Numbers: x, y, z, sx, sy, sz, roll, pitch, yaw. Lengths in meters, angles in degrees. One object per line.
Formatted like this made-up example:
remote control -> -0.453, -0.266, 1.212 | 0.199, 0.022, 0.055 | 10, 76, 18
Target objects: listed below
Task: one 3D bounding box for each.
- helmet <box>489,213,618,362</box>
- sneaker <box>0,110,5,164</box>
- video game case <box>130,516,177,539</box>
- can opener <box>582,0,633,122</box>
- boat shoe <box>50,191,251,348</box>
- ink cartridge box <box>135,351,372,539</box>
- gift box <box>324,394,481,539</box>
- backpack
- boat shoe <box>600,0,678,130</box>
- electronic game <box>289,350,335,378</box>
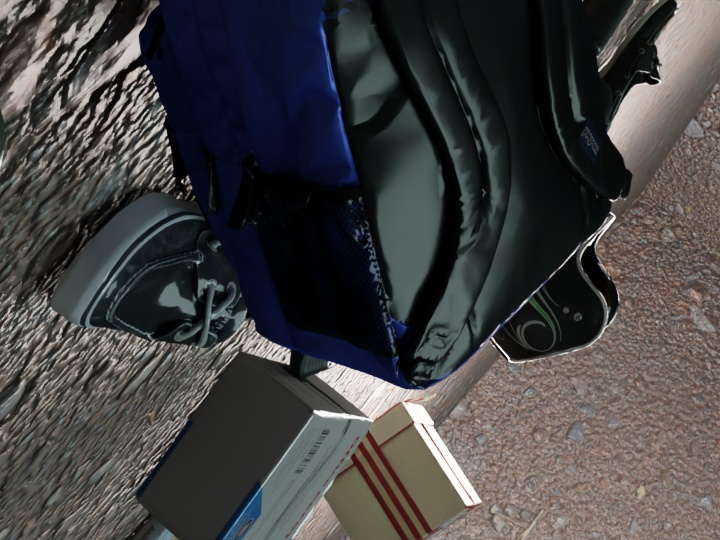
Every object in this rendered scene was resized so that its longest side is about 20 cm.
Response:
helmet -> 0.230, 0.001, 1.842 | 0.197, 0.193, 0.200 | -17, -179, 0
sneaker -> -0.180, 0.028, 0.439 | 0.114, 0.076, 0.201 | -34, 157, -55
video game case -> -0.201, 0.275, 1.364 | 0.182, 0.022, 0.200 | -48, 169, -22
can opener -> 0.190, -0.179, 1.228 | 0.053, 0.066, 0.201 | -38, -161, 54
boat shoe -> -0.090, 0.008, 0.774 | 0.072, 0.068, 0.200 | -52, 170, 10
ink cartridge box -> -0.082, 0.155, 1.232 | 0.145, 0.084, 0.200 | -54, 164, 2
gift box -> 0.054, 0.272, 2.007 | 0.199, 0.188, 0.185 | -35, 168, 1
backpack -> -0.005, -0.081, 0.586 | 0.163, 0.166, 0.202 | -45, 136, -37
boat shoe -> 0.325, -0.235, 1.775 | 0.200, 0.066, 0.075 | -51, 170, -5
electronic game -> 0.000, 0.000, 1.225 | 0.201, 0.041, 0.200 | -58, 172, -13
